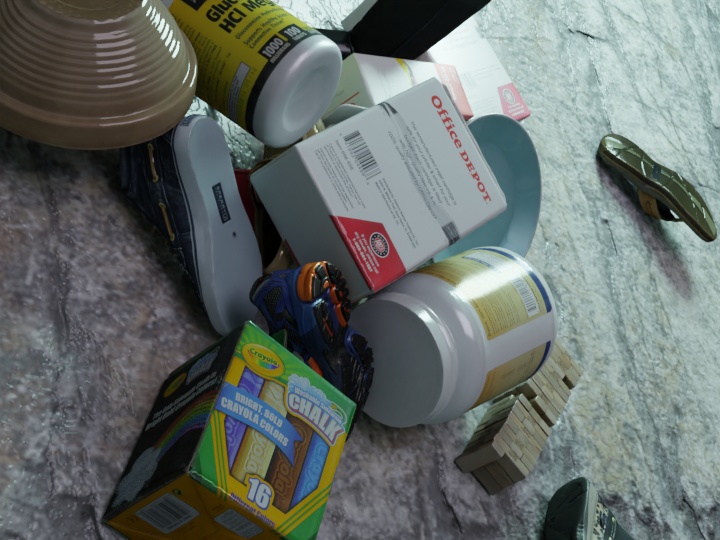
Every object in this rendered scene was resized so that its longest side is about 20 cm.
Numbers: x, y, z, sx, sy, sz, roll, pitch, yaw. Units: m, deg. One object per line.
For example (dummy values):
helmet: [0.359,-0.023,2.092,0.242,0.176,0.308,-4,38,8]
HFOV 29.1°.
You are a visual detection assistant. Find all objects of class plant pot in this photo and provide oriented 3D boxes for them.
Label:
plant pot: [-0.231,-0.199,1.155,0.200,0.093,0.201,9,43,-9]

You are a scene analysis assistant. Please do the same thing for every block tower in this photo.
block tower: [0.168,0.150,1.435,0.058,0.054,0.200,50,40,-7]

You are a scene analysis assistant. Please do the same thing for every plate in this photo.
plate: [0.130,-0.072,1.509,0.200,0.026,0.201,-16,112,-45]

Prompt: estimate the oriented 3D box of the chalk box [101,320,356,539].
chalk box: [-0.095,0.136,1.113,0.124,0.125,0.200,40,43,-19]

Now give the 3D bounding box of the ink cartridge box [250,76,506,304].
ink cartridge box: [0.021,-0.072,1.268,0.200,0.084,0.145,-31,93,-39]

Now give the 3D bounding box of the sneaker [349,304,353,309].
sneaker: [0.000,0.000,1.349,0.200,0.077,0.091,-59,136,-35]

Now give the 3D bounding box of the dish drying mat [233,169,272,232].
dish drying mat: [-0.093,-0.064,1.335,0.200,0.018,0.077,-3,68,-47]

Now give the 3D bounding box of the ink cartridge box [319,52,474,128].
ink cartridge box: [0.006,-0.165,1.429,0.200,0.116,0.068,-2,67,-48]

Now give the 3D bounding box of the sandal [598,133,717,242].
sandal: [0.391,-0.103,1.849,0.200,0.055,0.082,35,36,-5]

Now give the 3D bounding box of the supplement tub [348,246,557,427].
supplement tub: [0.085,0.064,1.334,0.200,0.144,0.145,-19,79,-51]

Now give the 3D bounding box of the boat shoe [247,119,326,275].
boat shoe: [-0.069,-0.076,1.297,0.066,0.074,0.201,20,52,-40]

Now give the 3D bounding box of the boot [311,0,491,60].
boot: [0.015,-0.264,1.438,0.164,0.200,0.066,11,57,-42]

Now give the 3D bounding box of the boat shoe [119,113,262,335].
boat shoe: [-0.150,-0.039,1.225,0.071,0.091,0.201,-30,114,-51]

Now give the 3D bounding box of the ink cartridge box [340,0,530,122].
ink cartridge box: [0.088,-0.232,1.584,0.146,0.083,0.201,-26,84,-54]

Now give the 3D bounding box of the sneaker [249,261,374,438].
sneaker: [-0.041,0.070,1.220,0.075,0.078,0.201,-58,144,-44]

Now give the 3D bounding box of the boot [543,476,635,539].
boot: [0.245,0.325,1.383,0.154,0.073,0.204,42,40,-21]

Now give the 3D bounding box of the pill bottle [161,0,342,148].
pill bottle: [-0.124,-0.210,1.283,0.200,0.113,0.112,35,35,18]
